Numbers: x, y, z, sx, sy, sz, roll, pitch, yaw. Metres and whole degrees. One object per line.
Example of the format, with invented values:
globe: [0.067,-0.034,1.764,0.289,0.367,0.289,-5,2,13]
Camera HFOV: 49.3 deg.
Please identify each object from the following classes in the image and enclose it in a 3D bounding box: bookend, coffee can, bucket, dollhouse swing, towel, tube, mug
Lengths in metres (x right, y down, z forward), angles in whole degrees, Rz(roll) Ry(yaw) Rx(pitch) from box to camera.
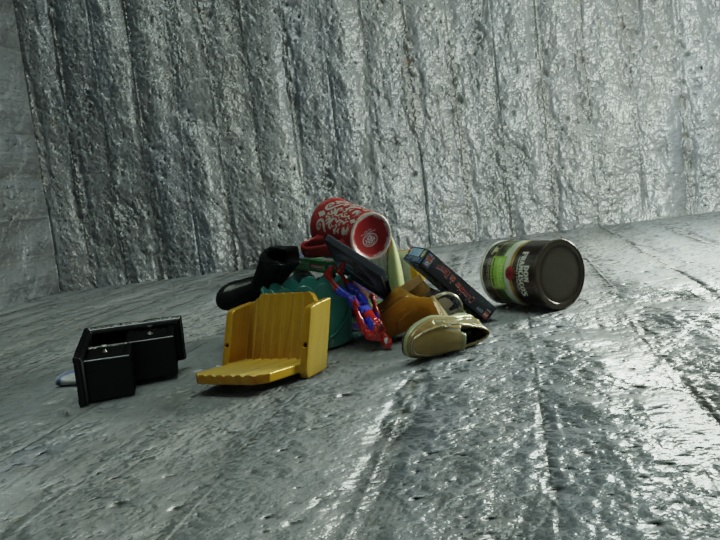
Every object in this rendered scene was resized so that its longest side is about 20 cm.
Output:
bookend: [-0.437,0.168,1.506,0.193,0.095,0.200,-7,13,-12]
coffee can: [0.383,0.006,1.761,0.143,0.151,0.199,-11,6,-27]
bucket: [-0.108,0.090,1.672,0.201,0.139,0.207,-8,5,1]
dollhouse swing: [-0.185,0.119,1.415,0.196,0.187,0.175,-3,-13,31]
towel: [-0.524,0.210,1.654,0.194,0.025,0.147,-6,7,17]
tube: [0.078,0.015,1.811,0.051,0.206,0.057,-9,6,-41]
mug: [-0.032,-0.073,1.817,0.133,0.180,0.199,39,-10,-28]

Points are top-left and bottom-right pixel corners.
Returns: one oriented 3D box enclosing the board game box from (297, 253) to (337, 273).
board game box: [-0.086,-0.018,1.854,0.132,0.030,0.198,-2,7,-38]

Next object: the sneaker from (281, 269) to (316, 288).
sneaker: [-0.116,0.062,1.906,0.199,0.074,0.082,35,12,-49]

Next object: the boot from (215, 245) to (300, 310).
boot: [-0.229,0.016,1.738,0.162,0.067,0.200,-19,-12,-27]

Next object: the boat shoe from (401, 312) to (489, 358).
boat shoe: [0.160,0.119,1.414,0.197,0.074,0.075,-15,25,-41]

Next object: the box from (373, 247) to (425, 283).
box: [0.064,0.013,1.900,0.196,0.123,0.041,-3,8,38]

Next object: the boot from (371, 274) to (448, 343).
boot: [0.098,0.103,1.570,0.143,0.071,0.202,-39,33,5]

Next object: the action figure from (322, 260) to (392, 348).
action figure: [0.002,0.071,1.554,0.065,0.202,0.052,-14,-26,-50]

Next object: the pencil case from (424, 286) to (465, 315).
pencil case: [0.161,0.078,1.706,0.087,0.080,0.200,8,2,-13]

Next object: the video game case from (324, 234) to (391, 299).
video game case: [0.000,0.000,1.636,0.141,0.019,0.200,32,-10,16]

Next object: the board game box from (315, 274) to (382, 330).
board game box: [-0.034,0.057,1.832,0.195,0.040,0.159,19,39,12]

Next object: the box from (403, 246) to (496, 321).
box: [0.192,0.027,1.704,0.038,0.199,0.136,-51,12,-4]
